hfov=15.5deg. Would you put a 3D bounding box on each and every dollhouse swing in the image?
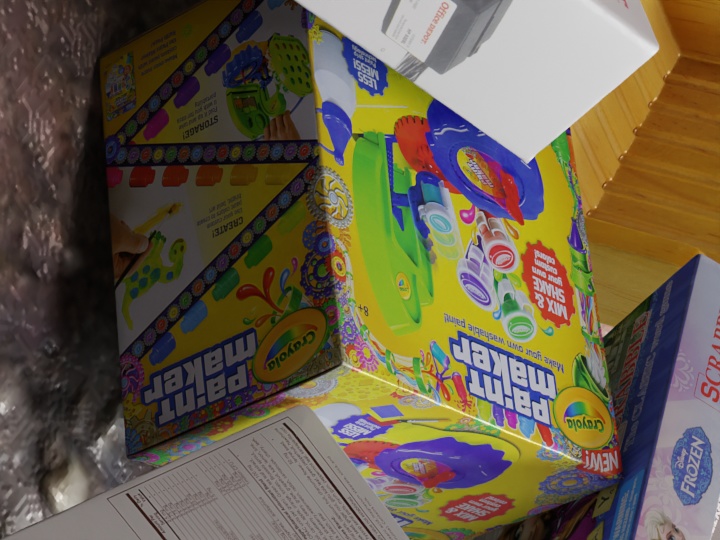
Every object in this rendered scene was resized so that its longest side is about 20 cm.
[{"bbox_3d":[0.158,-0.101,1.366,0.201,0.181,0.176,-57,150,-33],"label":"dollhouse swing"}]

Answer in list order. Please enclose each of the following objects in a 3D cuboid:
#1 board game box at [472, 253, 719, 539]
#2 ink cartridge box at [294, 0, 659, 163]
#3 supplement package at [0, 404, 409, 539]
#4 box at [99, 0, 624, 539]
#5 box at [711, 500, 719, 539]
[{"bbox_3d":[0.101,0.120,1.237,0.041,0.200,0.201,31,46,-12],"label":"board game box"},{"bbox_3d":[0.020,-0.159,1.105,0.200,0.084,0.146,32,29,-39],"label":"ink cartridge box"},{"bbox_3d":[-0.088,0.186,1.005,0.199,0.191,0.147,-22,67,-47],"label":"supplement package"},{"bbox_3d":[0.000,0.000,1.155,0.199,0.121,0.194,24,51,-47],"label":"box"},{"bbox_3d":[0.105,0.185,1.285,0.049,0.160,0.201,30,67,-15],"label":"box"}]
